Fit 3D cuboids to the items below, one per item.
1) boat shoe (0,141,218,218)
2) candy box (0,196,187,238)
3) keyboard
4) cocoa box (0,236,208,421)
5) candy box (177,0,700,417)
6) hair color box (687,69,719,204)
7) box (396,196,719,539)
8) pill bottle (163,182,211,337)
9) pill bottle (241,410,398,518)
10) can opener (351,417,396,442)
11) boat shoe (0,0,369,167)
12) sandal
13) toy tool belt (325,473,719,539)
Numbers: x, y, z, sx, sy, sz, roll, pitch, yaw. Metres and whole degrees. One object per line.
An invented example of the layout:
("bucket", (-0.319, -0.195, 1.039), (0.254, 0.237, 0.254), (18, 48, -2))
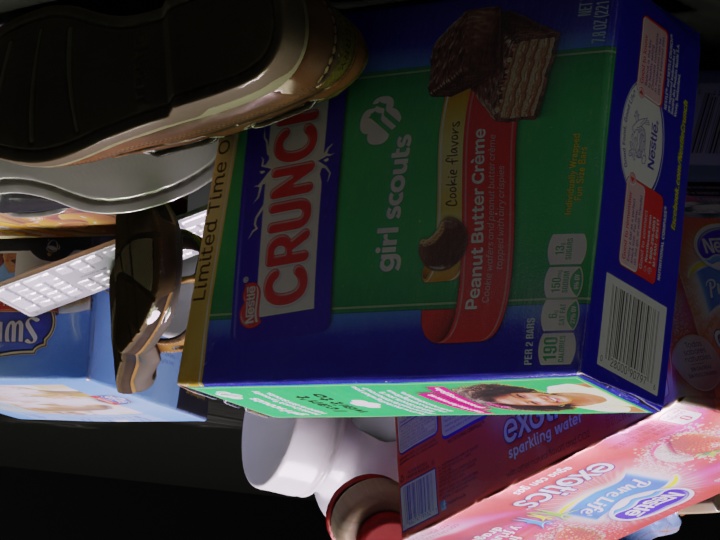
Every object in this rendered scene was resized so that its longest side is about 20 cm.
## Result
("boat shoe", (-0.155, -0.058, 1.228), (0.200, 0.074, 0.060), (-9, -178, 9))
("candy box", (-0.203, -0.050, 1.339), (0.200, 0.055, 0.115), (-2, 171, 19))
("keyboard", (-0.097, -0.016, 1.337), (0.200, 0.011, 0.056), (-20, 166, 13))
("cocoa box", (-0.177, 0.015, 1.492), (0.133, 0.131, 0.200), (0, 170, 16))
("candy box", (0.032, -0.025, 1.074), (0.200, 0.169, 0.077), (-4, 160, 36))
("hair color box", (0.225, -0.024, 1.190), (0.099, 0.061, 0.200), (4, 159, 44))
("box", (0.109, 0.053, 1.147), (0.095, 0.103, 0.200), (13, 151, -32))
("pill bottle", (-0.050, 0.007, 1.465), (0.113, 0.113, 0.200), (-2, 170, 25))
("pill bottle", (0.041, 0.099, 1.415), (0.200, 0.111, 0.111), (12, 168, -22))
("can opener", (0.060, 0.029, 1.267), (0.067, 0.053, 0.200), (28, 142, -4))
("boat shoe", (-0.088, -0.077, 1.095), (0.200, 0.072, 0.068), (-4, 167, 38))
("sandal", (-0.097, 0.016, 1.287), (0.055, 0.082, 0.200), (-1, 160, -8))
("toy tool belt", (0.089, 0.120, 1.306), (0.200, 0.125, 0.123), (-21, -153, -7))
